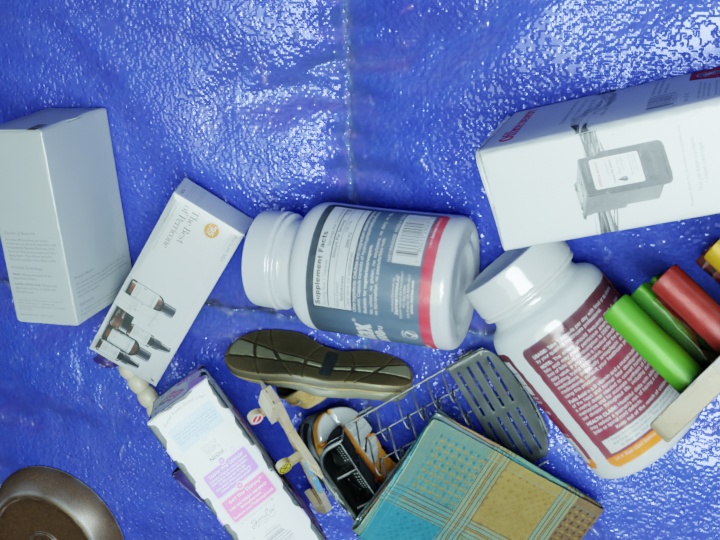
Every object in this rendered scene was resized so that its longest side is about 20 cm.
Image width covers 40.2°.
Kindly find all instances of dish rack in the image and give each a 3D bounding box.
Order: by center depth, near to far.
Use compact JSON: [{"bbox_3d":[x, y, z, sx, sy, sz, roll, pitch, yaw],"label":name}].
[{"bbox_3d":[0.077,0.172,0.925,0.199,0.055,0.154,-30,110,8],"label":"dish rack"}]

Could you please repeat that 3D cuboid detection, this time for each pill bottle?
[{"bbox_3d":[0.187,0.067,0.846,0.114,0.114,0.201,-38,93,29],"label":"pill bottle"},{"bbox_3d":[0.000,0.000,0.894,0.198,0.120,0.121,7,112,20],"label":"pill bottle"}]

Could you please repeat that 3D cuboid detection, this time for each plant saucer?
[{"bbox_3d":[-0.383,0.341,1.224,0.198,0.034,0.203,8,112,20],"label":"plant saucer"}]

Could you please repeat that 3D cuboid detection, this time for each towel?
[{"bbox_3d":[0.109,0.229,0.911,0.199,0.022,0.147,30,105,-16],"label":"towel"}]

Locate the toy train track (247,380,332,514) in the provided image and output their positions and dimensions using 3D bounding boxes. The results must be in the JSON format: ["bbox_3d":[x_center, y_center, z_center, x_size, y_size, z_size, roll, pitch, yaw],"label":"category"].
[{"bbox_3d":[-0.067,0.181,0.943,0.115,0.032,0.201,50,165,40],"label":"toy train track"}]

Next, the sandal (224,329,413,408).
[{"bbox_3d":[-0.045,0.108,0.980,0.198,0.080,0.055,9,120,14],"label":"sandal"}]

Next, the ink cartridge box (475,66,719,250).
[{"bbox_3d":[0.206,-0.090,0.762,0.198,0.145,0.084,-10,106,25],"label":"ink cartridge box"}]

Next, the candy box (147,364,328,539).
[{"bbox_3d":[-0.124,0.198,0.979,0.071,0.168,0.201,-37,96,-8],"label":"candy box"}]

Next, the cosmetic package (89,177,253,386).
[{"bbox_3d":[-0.193,0.015,0.995,0.082,0.051,0.201,29,112,-9],"label":"cosmetic package"}]

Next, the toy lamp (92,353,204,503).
[{"bbox_3d":[-0.214,0.164,1.077,0.058,0.058,0.201,-30,95,28],"label":"toy lamp"}]

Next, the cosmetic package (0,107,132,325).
[{"bbox_3d":[-0.304,-0.057,1.000,0.080,0.113,0.202,1,108,21],"label":"cosmetic package"}]

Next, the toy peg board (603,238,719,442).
[{"bbox_3d":[0.289,0.004,0.745,0.098,0.199,0.200,45,120,17],"label":"toy peg board"}]

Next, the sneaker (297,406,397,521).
[{"bbox_3d":[0.005,0.220,1.007,0.077,0.078,0.201,-8,116,56],"label":"sneaker"}]
